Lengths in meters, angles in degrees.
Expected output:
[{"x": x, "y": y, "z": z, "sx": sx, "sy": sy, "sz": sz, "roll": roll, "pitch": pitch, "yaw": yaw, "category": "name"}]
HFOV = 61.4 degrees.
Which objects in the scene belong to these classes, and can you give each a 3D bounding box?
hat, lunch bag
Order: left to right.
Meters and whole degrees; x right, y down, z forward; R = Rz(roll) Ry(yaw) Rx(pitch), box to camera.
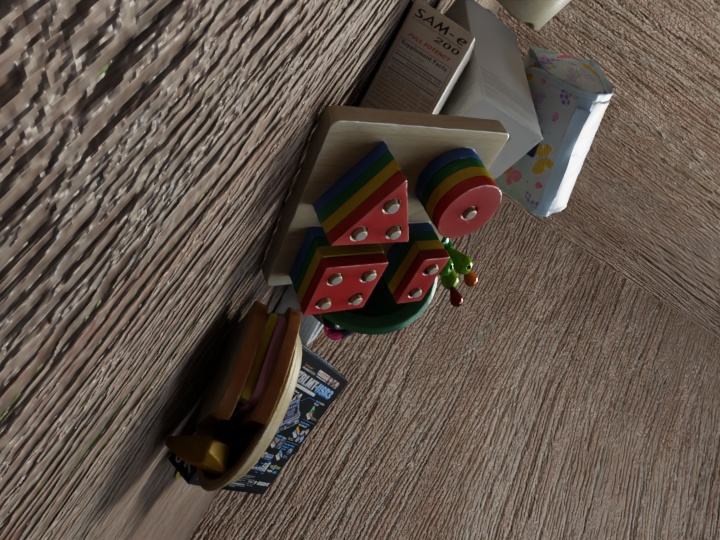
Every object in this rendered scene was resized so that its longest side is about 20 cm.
[{"x": -0.013, "y": 0.023, "z": 0.781, "sx": 0.177, "sy": 0.196, "sz": 0.169, "roll": 106, "pitch": 9, "yaw": -64, "category": "hat"}, {"x": 0.254, "y": -0.192, "z": 0.822, "sx": 0.202, "sy": 0.123, "sz": 0.173, "roll": -77, "pitch": 179, "yaw": -56, "category": "lunch bag"}]

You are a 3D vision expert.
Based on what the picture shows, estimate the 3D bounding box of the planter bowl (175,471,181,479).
[{"x": -0.183, "y": 0.238, "z": 0.901, "sx": 0.204, "sy": 0.082, "sz": 0.200, "roll": -59, "pitch": 178, "yaw": -3, "category": "planter bowl"}]

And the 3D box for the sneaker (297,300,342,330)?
[{"x": 0.000, "y": 0.000, "z": 0.834, "sx": 0.201, "sy": 0.087, "sz": 0.073, "roll": -51, "pitch": 144, "yaw": 5, "category": "sneaker"}]

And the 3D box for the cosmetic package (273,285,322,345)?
[{"x": -0.083, "y": 0.057, "z": 0.984, "sx": 0.103, "sy": 0.073, "sz": 0.200, "roll": -59, "pitch": 180, "yaw": -3, "category": "cosmetic package"}]

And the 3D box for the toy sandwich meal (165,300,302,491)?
[{"x": -0.127, "y": 0.117, "z": 0.602, "sx": 0.205, "sy": 0.069, "sz": 0.208, "roll": -46, "pitch": -155, "yaw": 29, "category": "toy sandwich meal"}]

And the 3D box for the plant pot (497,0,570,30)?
[{"x": 0.235, "y": -0.414, "z": 0.740, "sx": 0.184, "sy": 0.200, "sz": 0.201, "roll": -45, "pitch": -173, "yaw": 34, "category": "plant pot"}]

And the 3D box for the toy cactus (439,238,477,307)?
[{"x": 0.096, "y": -0.054, "z": 0.838, "sx": 0.100, "sy": 0.200, "sz": 0.168, "roll": -22, "pitch": -132, "yaw": 20, "category": "toy cactus"}]

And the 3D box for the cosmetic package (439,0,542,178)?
[{"x": 0.148, "y": -0.232, "z": 0.752, "sx": 0.085, "sy": 0.106, "sz": 0.204, "roll": -40, "pitch": -142, "yaw": 41, "category": "cosmetic package"}]

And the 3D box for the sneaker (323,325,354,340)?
[{"x": 0.014, "y": 0.040, "z": 0.914, "sx": 0.074, "sy": 0.081, "sz": 0.201, "roll": -33, "pitch": 164, "yaw": -49, "category": "sneaker"}]

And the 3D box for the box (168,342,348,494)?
[{"x": -0.119, "y": 0.186, "z": 0.779, "sx": 0.200, "sy": 0.049, "sz": 0.200, "roll": -54, "pitch": 152, "yaw": -7, "category": "box"}]

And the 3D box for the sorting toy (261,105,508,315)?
[{"x": 0.030, "y": -0.044, "z": 0.570, "sx": 0.195, "sy": 0.071, "sz": 0.201, "roll": -5, "pitch": 142, "yaw": -33, "category": "sorting toy"}]

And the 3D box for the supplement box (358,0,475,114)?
[{"x": 0.040, "y": -0.165, "z": 0.652, "sx": 0.203, "sy": 0.072, "sz": 0.126, "roll": -60, "pitch": 179, "yaw": 11, "category": "supplement box"}]
